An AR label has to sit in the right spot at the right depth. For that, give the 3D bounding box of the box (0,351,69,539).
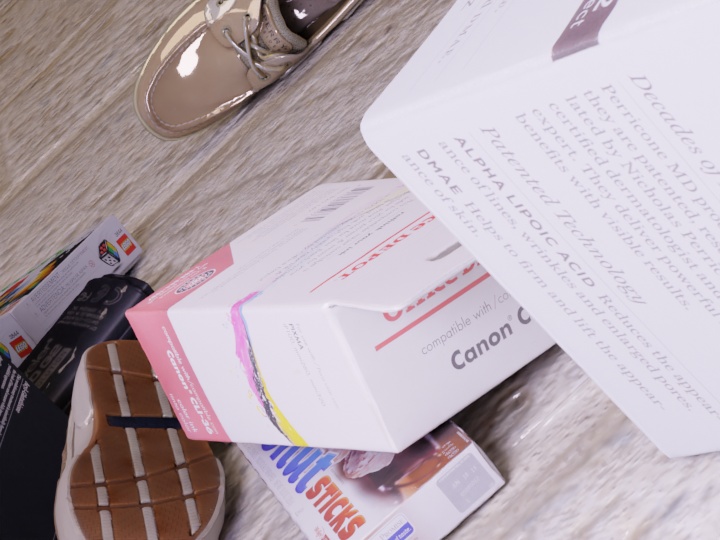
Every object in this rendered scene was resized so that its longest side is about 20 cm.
[{"bbox_3d":[-0.208,0.109,1.265,0.079,0.141,0.200,-40,17,19],"label":"box"}]

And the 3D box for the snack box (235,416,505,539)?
[{"bbox_3d":[-0.001,0.075,1.066,0.072,0.024,0.200,-42,17,-3],"label":"snack box"}]

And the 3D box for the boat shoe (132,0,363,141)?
[{"bbox_3d":[-0.061,-0.155,1.675,0.200,0.072,0.065,-38,16,0],"label":"boat shoe"}]

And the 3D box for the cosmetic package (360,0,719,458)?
[{"bbox_3d":[0.143,-0.062,0.820,0.200,0.165,0.165,-18,32,55],"label":"cosmetic package"}]

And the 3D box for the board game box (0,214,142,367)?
[{"bbox_3d":[-0.233,0.048,1.615,0.200,0.035,0.126,-31,11,36],"label":"board game box"}]

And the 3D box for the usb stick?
[{"bbox_3d":[-0.182,0.081,1.445,0.055,0.033,0.200,8,51,43],"label":"usb stick"}]

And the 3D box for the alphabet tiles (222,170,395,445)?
[{"bbox_3d":[0.000,0.000,1.276,0.200,0.006,0.166,-43,17,3],"label":"alphabet tiles"}]

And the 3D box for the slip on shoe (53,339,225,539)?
[{"bbox_3d":[-0.104,0.101,1.196,0.200,0.076,0.061,-110,27,-63],"label":"slip on shoe"}]

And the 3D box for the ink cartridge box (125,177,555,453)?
[{"bbox_3d":[0.009,0.015,1.046,0.116,0.068,0.200,-34,16,-28],"label":"ink cartridge box"}]
